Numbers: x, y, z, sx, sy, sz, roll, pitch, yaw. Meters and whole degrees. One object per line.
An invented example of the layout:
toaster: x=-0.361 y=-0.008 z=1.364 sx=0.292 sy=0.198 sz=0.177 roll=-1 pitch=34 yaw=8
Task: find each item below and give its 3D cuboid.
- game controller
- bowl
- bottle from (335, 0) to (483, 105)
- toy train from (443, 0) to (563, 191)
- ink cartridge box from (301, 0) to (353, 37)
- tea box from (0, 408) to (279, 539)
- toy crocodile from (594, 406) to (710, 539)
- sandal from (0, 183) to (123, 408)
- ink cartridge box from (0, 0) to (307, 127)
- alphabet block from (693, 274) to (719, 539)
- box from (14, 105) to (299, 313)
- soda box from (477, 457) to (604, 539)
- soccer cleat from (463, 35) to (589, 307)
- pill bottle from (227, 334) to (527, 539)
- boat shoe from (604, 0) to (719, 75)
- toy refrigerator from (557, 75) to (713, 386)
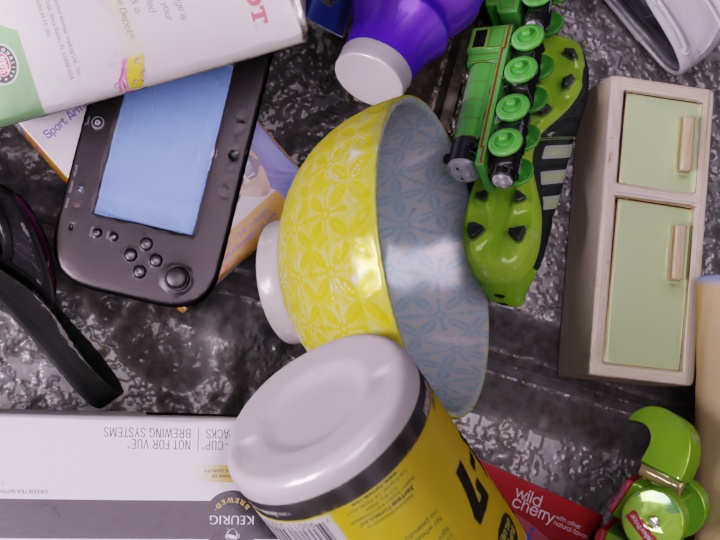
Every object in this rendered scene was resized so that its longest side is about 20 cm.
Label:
game controller: x=-0.121 y=-0.080 z=0.808 sx=0.104 sy=0.042 sz=0.201 roll=14 pitch=82 yaw=-9
bowl: x=0.000 y=0.000 z=0.810 sx=0.107 sy=0.200 sz=0.201 roll=-10 pitch=86 yaw=21
bottle: x=0.045 y=-0.194 z=0.849 sx=0.083 sy=0.065 sz=0.200 roll=28 pitch=62 yaw=-4
toy train: x=0.096 y=-0.134 z=0.854 sx=0.056 sy=0.042 sz=0.201 roll=0 pitch=54 yaw=24
ink cartridge box: x=-0.089 y=-0.224 z=0.839 sx=0.199 sy=0.100 sz=0.039 roll=23 pitch=124 yaw=-10
tea box: x=-0.149 y=0.181 z=0.770 sx=0.199 sy=0.134 sz=0.198 roll=3 pitch=83 yaw=-10
toy crocodile: x=0.168 y=0.183 z=0.817 sx=0.062 sy=0.067 sz=0.201 roll=23 pitch=102 yaw=27
sandal: x=-0.206 y=-0.005 z=0.802 sx=0.048 sy=0.075 sz=0.201 roll=-38 pitch=107 yaw=-2
ink cartridge box: x=-0.141 y=-0.176 z=0.748 sx=0.199 sy=0.088 sz=0.146 roll=-15 pitch=100 yaw=3
alphabet block: x=0.342 y=0.104 z=0.816 sx=0.195 sy=0.196 sz=0.201 roll=6 pitch=83 yaw=-31
box: x=-0.137 y=-0.086 z=0.845 sx=0.119 sy=0.041 sz=0.200 roll=-43 pitch=96 yaw=-11
soda box: x=0.050 y=0.144 z=0.830 sx=0.199 sy=0.070 sz=0.064 roll=26 pitch=80 yaw=-17
soccer cleat: x=0.111 y=-0.070 z=0.882 sx=0.067 sy=0.081 sz=0.201 roll=9 pitch=61 yaw=18
pill bottle: x=0.024 y=0.143 z=0.716 sx=0.114 sy=0.114 sz=0.200 roll=-39 pitch=118 yaw=-12
boat shoe: x=0.174 y=-0.220 z=0.908 sx=0.069 sy=0.072 sz=0.200 roll=-47 pitch=103 yaw=-12
toy refrigerator: x=0.188 y=-0.024 z=0.887 sx=0.076 sy=0.070 sz=0.201 roll=7 pitch=83 yaw=-10
